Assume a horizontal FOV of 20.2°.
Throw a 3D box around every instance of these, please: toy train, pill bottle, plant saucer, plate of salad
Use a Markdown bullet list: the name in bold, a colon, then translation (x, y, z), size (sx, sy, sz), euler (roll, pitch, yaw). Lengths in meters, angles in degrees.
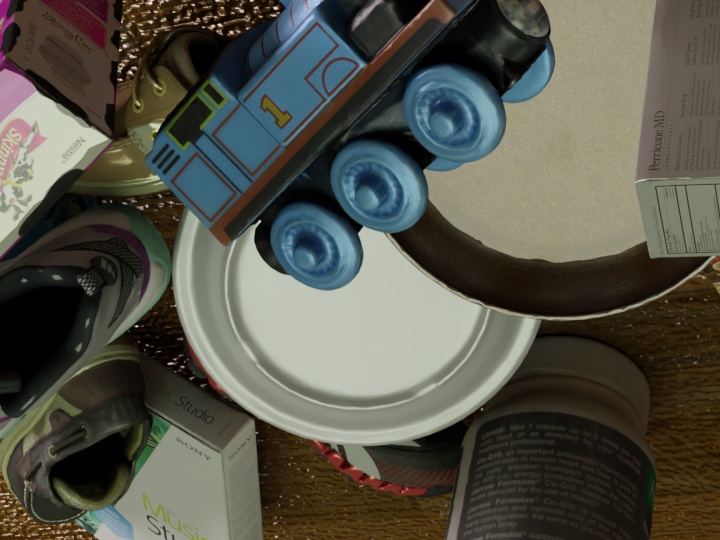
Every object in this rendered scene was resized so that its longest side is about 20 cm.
- **toy train**: translation (-0.004, -0.076, 0.887), size (0.114, 0.087, 0.200), euler (44, 132, -4)
- **pill bottle**: translation (0.104, 0.142, 1.117), size (0.113, 0.201, 0.113), euler (8, 141, 7)
- **plant saucer**: translation (0.093, -0.072, 0.953), size (0.199, 0.032, 0.201), euler (3, 114, 6)
- **plate of salad**: translation (0.000, 0.000, 1.075), size (0.199, 0.048, 0.201), euler (1, 114, 1)

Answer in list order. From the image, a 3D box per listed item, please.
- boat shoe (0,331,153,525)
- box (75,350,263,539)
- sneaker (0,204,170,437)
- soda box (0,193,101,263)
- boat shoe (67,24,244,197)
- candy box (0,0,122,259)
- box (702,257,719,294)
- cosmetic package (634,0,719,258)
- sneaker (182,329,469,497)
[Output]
- **boat shoe**: translation (-0.162, 0.107, 1.156), size (0.071, 0.066, 0.201), euler (-8, 152, -24)
- **box**: translation (-0.126, 0.127, 1.254), size (0.144, 0.036, 0.200), euler (29, 144, 23)
- **sneaker**: translation (-0.194, 0.046, 1.007), size (0.200, 0.140, 0.078), euler (-41, 93, 20)
- **soda box**: translation (-0.249, -0.031, 1.124), size (0.199, 0.064, 0.068), euler (2, 139, 14)
- **boat shoe**: translation (-0.078, -0.090, 1.005), size (0.199, 0.074, 0.067), euler (-12, 132, 13)
- **candy box**: translation (-0.172, -0.074, 0.914), size (0.061, 0.200, 0.136), euler (38, 111, -24)
- **box**: translation (0.255, -0.039, 0.986), size (0.199, 0.039, 0.137), euler (-17, 132, 32)
- **cosmetic package**: translation (0.162, -0.095, 0.821), size (0.082, 0.201, 0.051), euler (0, 140, 16)
- **sneaker**: translation (-0.001, 0.064, 1.157), size (0.200, 0.071, 0.098), euler (34, 139, -21)
